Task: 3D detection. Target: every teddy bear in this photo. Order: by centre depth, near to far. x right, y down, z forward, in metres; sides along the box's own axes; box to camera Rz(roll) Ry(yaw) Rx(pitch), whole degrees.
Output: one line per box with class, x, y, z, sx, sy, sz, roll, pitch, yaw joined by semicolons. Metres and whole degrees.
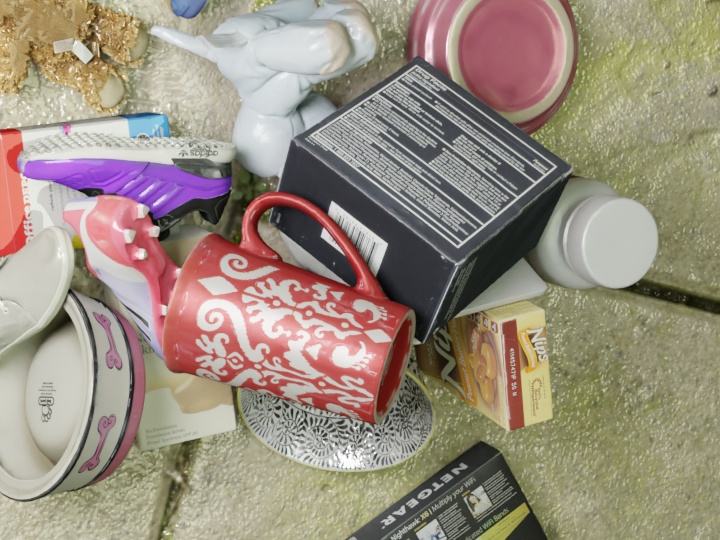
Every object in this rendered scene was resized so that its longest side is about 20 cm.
teddy bear;-0.287;-0.224;1.346;0.199;0.067;0.146;10;95;-29

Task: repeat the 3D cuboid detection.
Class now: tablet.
tablet;0.085;-0.025;1.470;0.130;0.200;0.014;-14;131;-20

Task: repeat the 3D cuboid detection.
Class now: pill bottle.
pill bottle;0.214;-0.041;1.511;0.114;0.200;0.115;-4;100;-23

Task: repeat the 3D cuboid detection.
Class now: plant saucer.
plant saucer;0.147;-0.231;1.533;0.200;0.051;0.202;-4;100;-23

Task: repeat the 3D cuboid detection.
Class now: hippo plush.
hippo plush;-0.066;-0.164;1.394;0.200;0.159;0.162;-23;120;-37

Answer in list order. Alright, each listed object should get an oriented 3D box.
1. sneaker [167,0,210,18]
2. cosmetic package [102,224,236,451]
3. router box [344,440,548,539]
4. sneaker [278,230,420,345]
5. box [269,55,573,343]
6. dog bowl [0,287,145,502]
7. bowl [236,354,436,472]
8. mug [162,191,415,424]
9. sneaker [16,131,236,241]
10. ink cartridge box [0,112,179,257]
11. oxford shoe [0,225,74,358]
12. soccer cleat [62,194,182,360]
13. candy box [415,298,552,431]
sneaker;-0.098;-0.306;1.403;0.088;0.075;0.200;43;82;-23
cosmetic package;-0.188;0.063;1.429;0.105;0.071;0.201;-12;104;-21
router box;0.099;0.309;1.603;0.200;0.052;0.158;-33;109;-15
sneaker;0.000;0.000;1.489;0.075;0.088;0.200;-46;112;-8
box;0.058;-0.070;1.391;0.200;0.123;0.198;39;50;17
dog bowl;-0.273;0.111;1.342;0.074;0.200;0.201;11;95;-44
bowl;-0.018;0.107;1.478;0.200;0.201;0.094;35;41;-24
mug;-0.057;0.039;1.310;0.199;0.133;0.178;18;118;14
sneaker;-0.209;-0.070;1.325;0.199;0.070;0.100;0;104;-22
ink cartridge box;-0.277;-0.079;1.369;0.199;0.067;0.117;-9;102;-22
oxford shoe;-0.323;0.030;1.315;0.058;0.075;0.200;11;140;-46
soccer cleat;-0.204;0.007;1.327;0.067;0.076;0.200;-63;151;-33
candy box;0.119;0.072;1.486;0.055;0.200;0.116;-13;109;-22
